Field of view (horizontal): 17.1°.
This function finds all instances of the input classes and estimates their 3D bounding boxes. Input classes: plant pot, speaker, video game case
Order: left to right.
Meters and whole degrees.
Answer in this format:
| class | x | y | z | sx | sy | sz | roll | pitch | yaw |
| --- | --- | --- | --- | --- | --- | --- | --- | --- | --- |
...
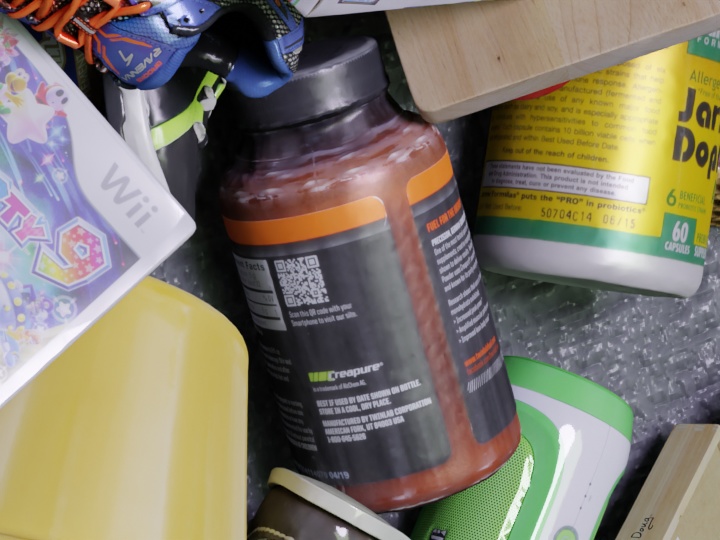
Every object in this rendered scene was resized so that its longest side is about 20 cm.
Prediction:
| class | x | y | z | sx | sy | sz | roll | pitch | yaw |
| --- | --- | --- | --- | --- | --- | --- | --- | --- | --- |
| video game case | -0.173 | -0.007 | 0.866 | 0.143 | 0.018 | 0.200 | 48 | 62 | -5 |
| plant pot | -0.126 | 0.104 | 0.944 | 0.201 | 0.201 | 0.189 | 29 | 62 | -35 |
| speaker | 0.061 | 0.145 | 1.142 | 0.088 | 0.088 | 0.200 | 31 | 75 | -34 |

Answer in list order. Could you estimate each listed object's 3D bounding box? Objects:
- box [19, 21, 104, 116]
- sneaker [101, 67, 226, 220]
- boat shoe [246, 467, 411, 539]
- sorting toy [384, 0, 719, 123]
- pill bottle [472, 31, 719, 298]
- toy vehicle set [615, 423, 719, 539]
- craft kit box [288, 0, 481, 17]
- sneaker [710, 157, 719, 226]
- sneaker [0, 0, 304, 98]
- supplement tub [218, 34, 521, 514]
| class | x | y | z | sx | sy | sz | roll | pitch | yaw |
| --- | --- | --- | --- | --- | --- | --- | --- | --- | --- |
| box | -0.186 | -0.037 | 0.943 | 0.200 | 0.032 | 0.121 | -37 | 145 | -28 |
| sneaker | -0.068 | -0.110 | 1.003 | 0.083 | 0.072 | 0.201 | -3 | 87 | -4 |
| boat shoe | -0.022 | 0.132 | 1.025 | 0.072 | 0.201 | 0.061 | 32 | 77 | 5 |
| sorting toy | 0.096 | -0.178 | 1.075 | 0.198 | 0.070 | 0.200 | -18 | 72 | 4 |
| pill bottle | 0.121 | -0.092 | 1.150 | 0.113 | 0.113 | 0.201 | 10 | 88 | -37 |
| toy vehicle set | 0.155 | 0.187 | 1.203 | 0.200 | 0.026 | 0.124 | -54 | 131 | -44 |
| craft kit box | -0.026 | -0.186 | 0.957 | 0.049 | 0.200 | 0.197 | -50 | 163 | 23 |
| sneaker | 0.235 | -0.067 | 1.269 | 0.200 | 0.075 | 0.090 | 7 | 82 | -43 |
| sneaker | -0.091 | -0.108 | 0.895 | 0.200 | 0.075 | 0.079 | 1 | 67 | -41 |
| supplement tub | 0.000 | 0.000 | 1.070 | 0.107 | 0.107 | 0.200 | -25 | 108 | -33 |
